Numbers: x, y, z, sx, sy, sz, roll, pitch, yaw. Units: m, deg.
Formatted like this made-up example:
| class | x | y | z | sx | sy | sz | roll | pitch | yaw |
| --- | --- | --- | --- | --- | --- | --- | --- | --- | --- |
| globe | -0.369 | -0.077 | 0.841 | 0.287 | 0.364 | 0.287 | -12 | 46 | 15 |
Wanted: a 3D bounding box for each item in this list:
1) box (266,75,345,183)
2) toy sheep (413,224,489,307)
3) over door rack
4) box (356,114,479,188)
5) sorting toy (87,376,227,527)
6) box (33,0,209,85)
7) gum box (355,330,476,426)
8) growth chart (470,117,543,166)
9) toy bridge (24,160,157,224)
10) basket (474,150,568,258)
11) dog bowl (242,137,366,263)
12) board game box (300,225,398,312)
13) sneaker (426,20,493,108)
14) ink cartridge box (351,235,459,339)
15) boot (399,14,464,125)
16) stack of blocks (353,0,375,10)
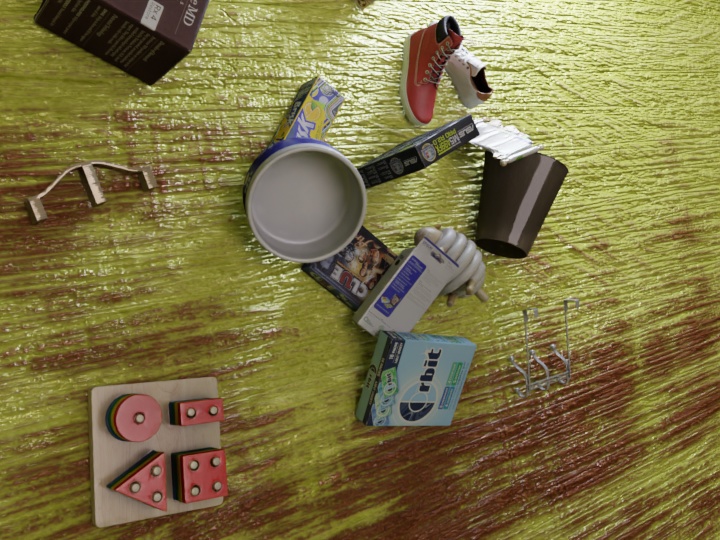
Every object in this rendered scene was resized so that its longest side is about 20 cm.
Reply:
| class | x | y | z | sx | sy | sz | roll | pitch | yaw |
| --- | --- | --- | --- | --- | --- | --- | --- | --- | --- |
| box | -0.105 | -0.244 | 1.356 | 0.070 | 0.064 | 0.200 | 36 | 64 | -25 |
| toy sheep | 0.176 | -0.007 | 1.478 | 0.200 | 0.138 | 0.138 | 49 | 59 | -14 |
| over door rack | 0.390 | 0.159 | 1.631 | 0.148 | 0.067 | 0.200 | -10 | 109 | -36 |
| box | 0.098 | -0.215 | 1.411 | 0.160 | 0.200 | 0.044 | -35 | 103 | -35 |
| sorting toy | -0.294 | 0.266 | 1.140 | 0.199 | 0.070 | 0.200 | 0 | 83 | -35 |
| box | -0.349 | -0.417 | 1.148 | 0.200 | 0.164 | 0.166 | 25 | 69 | -30 |
| gum box | 0.104 | 0.201 | 1.405 | 0.200 | 0.045 | 0.170 | 7 | 106 | -34 |
| growth chart | 0.278 | -0.271 | 1.573 | 0.145 | 0.200 | 0.018 | -20 | 127 | -29 |
| toy bridge | -0.404 | -0.130 | 1.149 | 0.200 | 0.027 | 0.067 | -24 | 96 | -36 |
| basket | 0.319 | -0.137 | 1.596 | 0.180 | 0.136 | 0.200 | 16 | 78 | 14 |
| dog bowl | -0.095 | -0.118 | 1.277 | 0.200 | 0.079 | 0.200 | -6 | 114 | -14 |
| board game box | 0.000 | 0.000 | 1.410 | 0.200 | 0.035 | 0.136 | 39 | 63 | -24 |
| sneaker | 0.217 | -0.444 | 1.604 | 0.073 | 0.085 | 0.200 | -44 | 106 | -30 |
| ink cartridge box | 0.082 | 0.039 | 1.384 | 0.099 | 0.039 | 0.200 | 40 | 88 | -24 |
| boot | 0.148 | -0.396 | 1.510 | 0.072 | 0.144 | 0.200 | 5 | 81 | -36 |
| stack of blocks | 0.029 | -0.628 | 1.513 | 0.115 | 0.059 | 0.200 | 44 | 61 | -22 |
